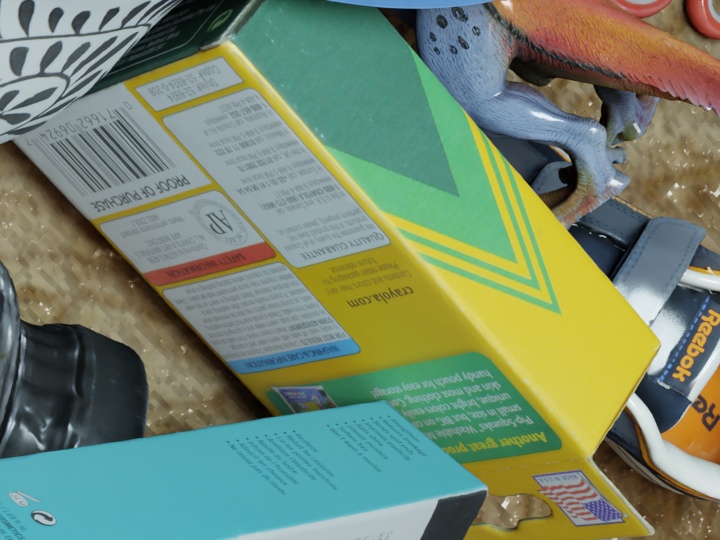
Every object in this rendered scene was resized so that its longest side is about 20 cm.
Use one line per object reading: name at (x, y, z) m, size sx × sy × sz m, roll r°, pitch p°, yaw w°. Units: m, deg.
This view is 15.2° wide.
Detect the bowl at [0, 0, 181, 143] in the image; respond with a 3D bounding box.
bowl at (-0.149, -0.084, 0.734) m, size 0.201 × 0.201 × 0.094 m, roll 17°, pitch 111°, yaw -24°

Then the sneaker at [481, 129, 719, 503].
sneaker at (0.074, 0.007, 0.881) m, size 0.200 × 0.079 × 0.078 m, roll 35°, pitch 80°, yaw -21°

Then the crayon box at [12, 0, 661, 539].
crayon box at (0.000, 0.000, 0.815) m, size 0.200 × 0.126 × 0.052 m, roll 49°, pitch 57°, yaw -20°

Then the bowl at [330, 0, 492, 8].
bowl at (-0.013, -0.155, 0.776) m, size 0.201 × 0.201 × 0.039 m, roll -2°, pitch 136°, yaw -24°

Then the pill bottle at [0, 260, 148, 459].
pill bottle at (-0.166, 0.027, 0.754) m, size 0.200 × 0.112 × 0.112 m, roll 23°, pitch 84°, yaw -23°

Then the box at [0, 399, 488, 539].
box at (-0.057, 0.090, 0.740) m, size 0.200 × 0.049 × 0.082 m, roll -5°, pitch 128°, yaw -50°

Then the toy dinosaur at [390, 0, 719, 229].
toy dinosaur at (0.028, -0.108, 0.814) m, size 0.182 × 0.200 × 0.105 m, roll 55°, pitch 47°, yaw -17°

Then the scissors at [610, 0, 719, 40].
scissors at (0.108, -0.179, 0.918) m, size 0.073 × 0.014 × 0.200 m, roll -3°, pitch 94°, yaw -22°
